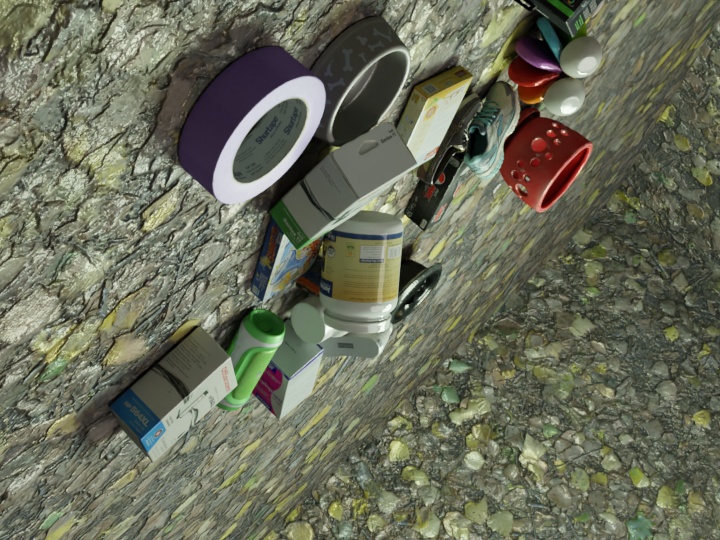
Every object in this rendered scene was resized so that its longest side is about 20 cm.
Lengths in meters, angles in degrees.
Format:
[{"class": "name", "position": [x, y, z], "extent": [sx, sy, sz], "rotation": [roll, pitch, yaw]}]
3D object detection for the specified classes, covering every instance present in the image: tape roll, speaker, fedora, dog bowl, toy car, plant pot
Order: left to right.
[{"class": "speaker", "position": [-0.213, 0.166, 1.791], "extent": [0.088, 0.088, 0.200], "rotation": [-25, 151, -55]}, {"class": "tape roll", "position": [-0.135, -0.182, 1.232], "extent": [0.200, 0.066, 0.200], "rotation": [-45, 164, -17]}, {"class": "dog bowl", "position": [-0.005, -0.264, 1.398], "extent": [0.200, 0.059, 0.200], "rotation": [-45, 163, -17]}, {"class": "fedora", "position": [0.102, 0.034, 2.301], "extent": [0.201, 0.092, 0.201], "rotation": [-44, 163, -17]}, {"class": "plant pot", "position": [0.410, -0.267, 2.259], "extent": [0.200, 0.182, 0.201], "rotation": [-44, 164, -16]}, {"class": "toy car", "position": [0.367, -0.414, 1.905], "extent": [0.149, 0.175, 0.201], "rotation": [2, 133, -17]}]

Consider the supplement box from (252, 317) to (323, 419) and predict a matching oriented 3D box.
[{"class": "supplement box", "position": [-0.156, 0.205, 2.000], "extent": [0.103, 0.101, 0.200], "rotation": [-39, 161, -29]}]

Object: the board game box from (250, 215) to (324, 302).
[{"class": "board game box", "position": [-0.113, -0.047, 1.652], "extent": [0.135, 0.034, 0.200], "rotation": [-36, 160, -38]}]

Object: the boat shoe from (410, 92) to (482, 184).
[{"class": "boat shoe", "position": [0.178, -0.253, 1.892], "extent": [0.200, 0.065, 0.072], "rotation": [-50, 162, 2]}]

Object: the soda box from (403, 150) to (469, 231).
[{"class": "soda box", "position": [0.168, -0.181, 2.034], "extent": [0.071, 0.063, 0.200], "rotation": [-32, 157, -45]}]

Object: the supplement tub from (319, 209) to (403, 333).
[{"class": "supplement tub", "position": [0.000, 0.000, 1.738], "extent": [0.144, 0.144, 0.201], "rotation": [-19, 116, -60]}]

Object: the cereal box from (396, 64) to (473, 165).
[{"class": "cereal box", "position": [0.116, -0.264, 1.750], "extent": [0.144, 0.040, 0.200], "rotation": [-33, 158, -43]}]

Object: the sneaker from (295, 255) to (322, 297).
[{"class": "sneaker", "position": [-0.022, 0.033, 1.849], "extent": [0.075, 0.199, 0.079], "rotation": [14, -100, 64]}]

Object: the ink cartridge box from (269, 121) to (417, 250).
[{"class": "ink cartridge box", "position": [-0.027, -0.129, 1.491], "extent": [0.146, 0.083, 0.200], "rotation": [-34, 179, -37]}]

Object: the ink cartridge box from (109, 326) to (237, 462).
[{"class": "ink cartridge box", "position": [-0.309, 0.209, 1.634], "extent": [0.200, 0.084, 0.146], "rotation": [-42, 163, -19]}]

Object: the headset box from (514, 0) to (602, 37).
[{"class": "headset box", "position": [0.315, -0.492, 1.511], "extent": [0.200, 0.174, 0.093], "rotation": [-51, 165, 11]}]

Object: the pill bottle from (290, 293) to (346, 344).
[{"class": "pill bottle", "position": [-0.045, 0.070, 1.958], "extent": [0.200, 0.114, 0.115], "rotation": [-30, 156, -47]}]

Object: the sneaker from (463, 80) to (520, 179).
[{"class": "sneaker", "position": [0.258, -0.288, 1.935], "extent": [0.086, 0.077, 0.201], "rotation": [21, 80, -49]}]

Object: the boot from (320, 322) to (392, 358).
[{"class": "boot", "position": [-0.032, 0.132, 2.048], "extent": [0.096, 0.199, 0.074], "rotation": [-52, 145, -54]}]
